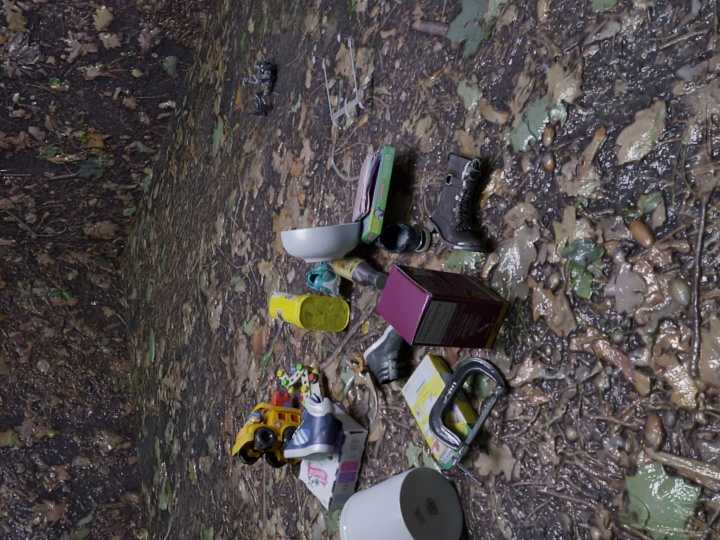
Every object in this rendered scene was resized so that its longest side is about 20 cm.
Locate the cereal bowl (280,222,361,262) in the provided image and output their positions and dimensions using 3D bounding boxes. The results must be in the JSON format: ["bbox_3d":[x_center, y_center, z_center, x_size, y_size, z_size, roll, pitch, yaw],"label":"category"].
[{"bbox_3d":[-0.093,-0.066,1.507,0.199,0.198,0.085,-2,96,56],"label":"cereal bowl"}]

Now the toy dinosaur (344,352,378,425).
[{"bbox_3d":[0.020,0.253,1.455,0.200,0.060,0.108,-127,33,-56],"label":"toy dinosaur"}]

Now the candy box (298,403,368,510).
[{"bbox_3d":[-0.071,0.459,1.526,0.167,0.071,0.203,21,101,56],"label":"candy box"}]

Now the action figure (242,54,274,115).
[{"bbox_3d":[-0.349,-0.645,2.122,0.119,0.101,0.203,-170,86,-68],"label":"action figure"}]

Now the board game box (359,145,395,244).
[{"bbox_3d":[0.040,-0.173,1.441,0.135,0.029,0.203,137,145,-79],"label":"board game box"}]

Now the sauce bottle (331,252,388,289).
[{"bbox_3d":[0.000,0.000,1.511,0.199,0.065,0.067,22,102,54],"label":"sauce bottle"}]

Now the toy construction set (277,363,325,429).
[{"bbox_3d":[-0.148,0.339,1.646,0.130,0.092,0.202,-29,66,22],"label":"toy construction set"}]

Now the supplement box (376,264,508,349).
[{"bbox_3d":[0.153,0.070,1.144,0.131,0.198,0.104,44,119,51],"label":"supplement box"}]

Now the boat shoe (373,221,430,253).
[{"bbox_3d":[0.074,-0.076,1.408,0.199,0.065,0.076,20,102,56],"label":"boat shoe"}]

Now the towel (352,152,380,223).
[{"bbox_3d":[0.011,-0.194,1.492,0.200,0.029,0.148,157,123,-84],"label":"towel"}]

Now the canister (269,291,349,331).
[{"bbox_3d":[-0.141,0.105,1.631,0.199,0.147,0.088,5,88,58],"label":"canister"}]

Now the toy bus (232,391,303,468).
[{"bbox_3d":[-0.246,0.427,1.694,0.136,0.198,0.194,-46,41,41],"label":"toy bus"}]

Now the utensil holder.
[{"bbox_3d":[0.080,0.494,1.212,0.200,0.168,0.172,-43,51,41],"label":"utensil holder"}]

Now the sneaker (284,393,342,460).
[{"bbox_3d":[-0.118,0.377,1.491,0.200,0.080,0.148,-33,49,53],"label":"sneaker"}]

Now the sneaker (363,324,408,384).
[{"bbox_3d":[0.089,0.176,1.349,0.200,0.070,0.100,-50,56,36],"label":"sneaker"}]

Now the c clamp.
[{"bbox_3d":[0.207,0.265,1.131,0.170,0.027,0.202,21,81,48],"label":"c clamp"}]

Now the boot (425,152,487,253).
[{"bbox_3d":[0.204,-0.140,1.222,0.200,0.068,0.176,43,120,53],"label":"boot"}]

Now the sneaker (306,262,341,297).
[{"bbox_3d":[-0.107,0.017,1.640,0.200,0.079,0.079,-158,80,-72],"label":"sneaker"}]

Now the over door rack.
[{"bbox_3d":[-0.041,-0.507,1.646,0.147,0.066,0.203,-16,91,54],"label":"over door rack"}]

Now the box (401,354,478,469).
[{"bbox_3d":[0.164,0.281,1.228,0.118,0.048,0.201,-59,38,30],"label":"box"}]
